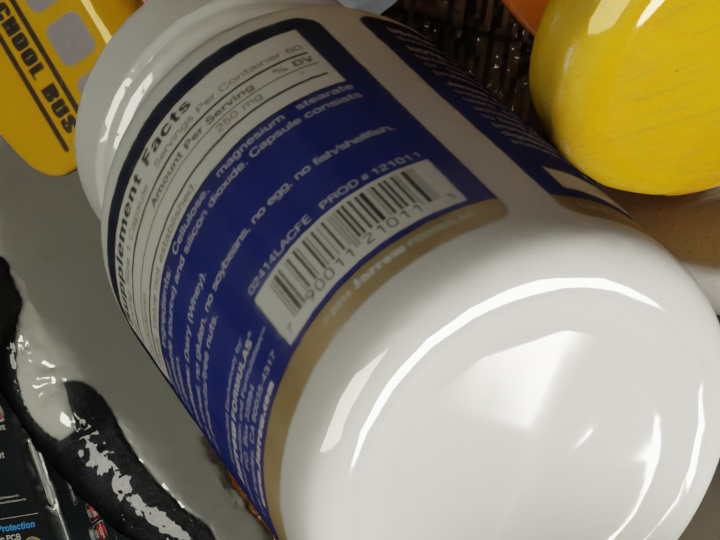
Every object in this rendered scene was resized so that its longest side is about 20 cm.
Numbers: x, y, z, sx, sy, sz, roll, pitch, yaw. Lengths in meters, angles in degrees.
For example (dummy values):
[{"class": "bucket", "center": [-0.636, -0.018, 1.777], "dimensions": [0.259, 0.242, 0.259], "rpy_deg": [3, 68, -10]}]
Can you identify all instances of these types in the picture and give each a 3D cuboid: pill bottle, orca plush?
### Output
[{"class": "pill bottle", "center": [0.000, 0.000, 0.667], "dimensions": [0.200, 0.115, 0.116], "rpy_deg": [-131, 45, -53]}, {"class": "orca plush", "center": [-0.085, 0.043, 0.896], "dimensions": [0.200, 0.105, 0.071], "rpy_deg": [48, 139, 8]}]

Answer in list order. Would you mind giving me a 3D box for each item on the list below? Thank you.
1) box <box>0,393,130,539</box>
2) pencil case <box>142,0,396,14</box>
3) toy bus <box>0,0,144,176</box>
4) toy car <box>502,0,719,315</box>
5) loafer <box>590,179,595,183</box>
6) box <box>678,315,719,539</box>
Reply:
[{"class": "box", "center": [-0.174, 0.115, 0.997], "dimensions": [0.199, 0.046, 0.160], "rpy_deg": [-11, 102, 31]}, {"class": "pencil case", "center": [-0.063, -0.150, 0.816], "dimensions": [0.083, 0.091, 0.201], "rpy_deg": [-31, 94, 6]}, {"class": "toy bus", "center": [-0.126, -0.131, 0.866], "dimensions": [0.078, 0.065, 0.201], "rpy_deg": [-29, 93, 33]}, {"class": "toy car", "center": [0.128, -0.098, 0.685], "dimensions": [0.199, 0.150, 0.176], "rpy_deg": [-17, 135, -6]}, {"class": "loafer", "center": [0.037, 0.057, 0.853], "dimensions": [0.069, 0.075, 0.201], "rpy_deg": [22, 113, 33]}, {"class": "box", "center": [0.148, 0.133, 0.738], "dimensions": [0.199, 0.199, 0.173], "rpy_deg": [12, 114, 22]}]
